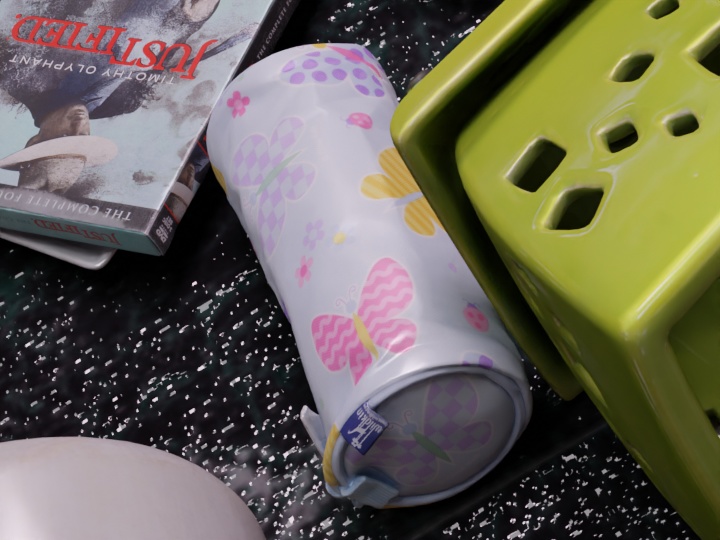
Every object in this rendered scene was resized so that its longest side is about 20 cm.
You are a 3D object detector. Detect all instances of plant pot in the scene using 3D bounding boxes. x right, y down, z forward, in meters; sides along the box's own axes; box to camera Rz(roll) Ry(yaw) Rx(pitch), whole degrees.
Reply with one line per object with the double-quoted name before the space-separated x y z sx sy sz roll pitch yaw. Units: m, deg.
"plant pot" 0.138 -0.027 0.917 0.199 0.200 0.181 -44 45 -8

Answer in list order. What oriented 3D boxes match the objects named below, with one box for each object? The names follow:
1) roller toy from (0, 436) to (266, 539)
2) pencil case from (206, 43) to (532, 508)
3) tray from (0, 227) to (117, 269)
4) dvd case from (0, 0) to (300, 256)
"roller toy" -0.113 0.162 0.899 0.200 0.182 0.140 -22 52 8
"pencil case" 0.000 0.000 1.029 0.091 0.083 0.200 -53 42 33
"tray" -0.163 -0.064 1.185 0.200 0.022 0.107 19 67 33
"dvd case" -0.108 -0.100 1.159 0.146 0.022 0.200 11 61 29
